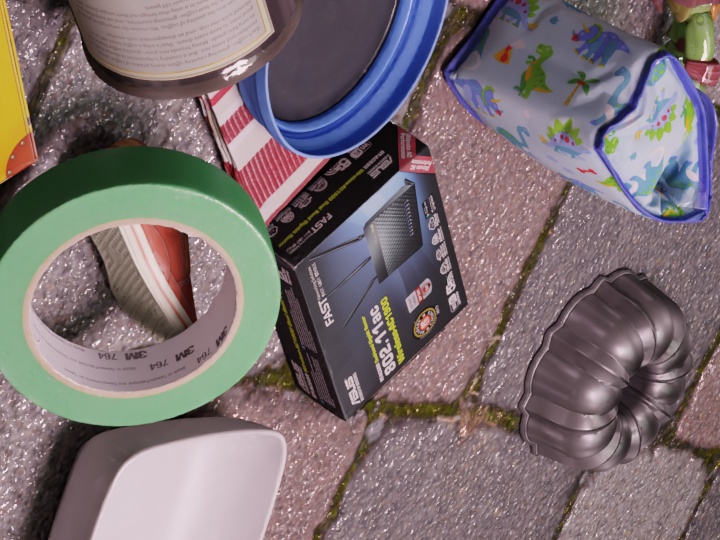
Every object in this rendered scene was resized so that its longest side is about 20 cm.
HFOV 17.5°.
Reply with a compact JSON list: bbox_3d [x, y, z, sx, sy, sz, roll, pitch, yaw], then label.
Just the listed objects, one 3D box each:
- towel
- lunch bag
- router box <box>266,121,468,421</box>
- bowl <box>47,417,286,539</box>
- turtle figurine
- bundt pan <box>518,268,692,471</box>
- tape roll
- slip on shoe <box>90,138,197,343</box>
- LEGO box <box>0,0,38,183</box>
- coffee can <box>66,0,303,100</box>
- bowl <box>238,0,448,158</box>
[{"bbox_3d":[-0.057,-0.141,1.684,0.144,0.023,0.200,-47,146,-21],"label":"towel"},{"bbox_3d":[0.189,-0.123,1.877,0.128,0.170,0.200,-52,144,-9],"label":"lunch bag"},{"bbox_3d":[0.000,0.000,1.823,0.150,0.062,0.200,-43,142,-21],"label":"router box"},{"bbox_3d":[-0.161,0.197,1.758,0.199,0.074,0.201,-3,117,-50],"label":"bowl"},{"bbox_3d":[0.325,-0.223,1.999,0.199,0.144,0.195,-14,130,-42],"label":"turtle figurine"},{"bbox_3d":[0.242,0.104,2.199,0.201,0.076,0.203,-32,138,-35],"label":"bundt pan"},{"bbox_3d":[-0.154,0.013,1.561,0.199,0.048,0.201,-7,128,-9],"label":"tape roll"},{"bbox_3d":[-0.143,-0.011,1.630,0.061,0.074,0.201,-45,139,-25],"label":"slip on shoe"},{"bbox_3d":[-0.282,-0.120,1.362,0.149,0.077,0.201,-36,139,-31],"label":"LEGO box"},{"bbox_3d":[-0.126,-0.225,1.419,0.146,0.146,0.201,-43,143,-22],"label":"coffee can"},{"bbox_3d":[-0.013,-0.179,1.659,0.200,0.039,0.201,-35,140,-37],"label":"bowl"}]
